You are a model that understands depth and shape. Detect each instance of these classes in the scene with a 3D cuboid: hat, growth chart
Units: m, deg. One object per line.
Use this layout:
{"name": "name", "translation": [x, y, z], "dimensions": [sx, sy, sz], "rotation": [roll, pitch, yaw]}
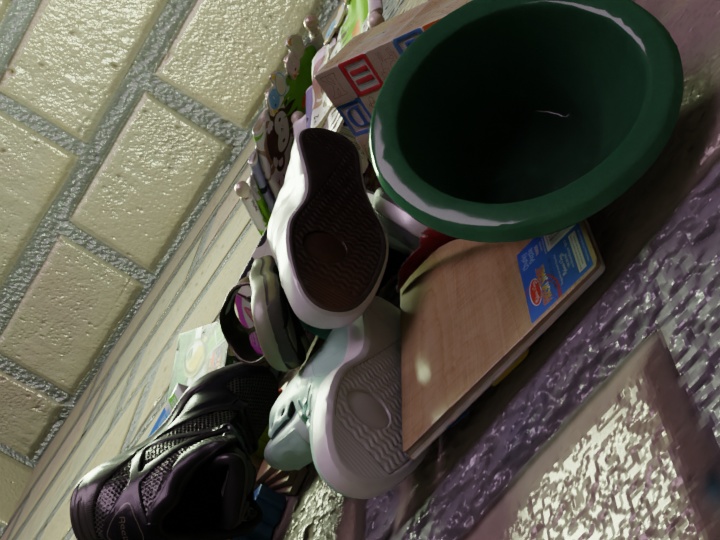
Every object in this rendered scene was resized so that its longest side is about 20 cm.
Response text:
{"name": "hat", "translation": [0.107, -0.051, 0.655], "dimensions": [0.200, 0.176, 0.166], "rotation": [33, 78, 39]}
{"name": "growth chart", "translation": [-0.020, -0.170, 0.931], "dimensions": [0.145, 0.018, 0.201], "rotation": [-100, 29, -49]}
{"name": "growth chart", "translation": [-0.067, -0.128, 1.059], "dimensions": [0.145, 0.018, 0.201], "rotation": [58, -130, -62]}

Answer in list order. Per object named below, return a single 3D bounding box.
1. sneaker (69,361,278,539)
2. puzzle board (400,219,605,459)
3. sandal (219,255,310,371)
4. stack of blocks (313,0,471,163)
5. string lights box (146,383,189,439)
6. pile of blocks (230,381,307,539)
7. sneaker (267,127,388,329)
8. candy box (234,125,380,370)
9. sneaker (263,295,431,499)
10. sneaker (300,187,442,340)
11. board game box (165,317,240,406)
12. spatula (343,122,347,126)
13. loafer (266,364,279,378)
{"name": "sneaker", "translation": [-0.093, 0.127, 0.759], "dimensions": [0.114, 0.077, 0.199], "rotation": [-2, 20, 32]}
{"name": "puzzle board", "translation": [0.078, 0.008, 0.666], "dimensions": [0.151, 0.017, 0.200], "rotation": [-47, 17, 20]}
{"name": "sandal", "translation": [-0.076, 0.035, 0.804], "dimensions": [0.057, 0.080, 0.201], "rotation": [-23, 2, -2]}
{"name": "stack of blocks", "translation": [0.075, -0.131, 0.771], "dimensions": [0.199, 0.115, 0.059], "rotation": [-14, 29, 48]}
{"name": "string lights box", "translation": [-0.168, 0.213, 0.965], "dimensions": [0.201, 0.059, 0.103], "rotation": [-59, 34, 11]}
{"name": "pile of blocks", "translation": [-0.091, 0.166, 0.860], "dimensions": [0.201, 0.062, 0.082], "rotation": [-64, 14, -21]}
{"name": "sneaker", "translation": [-0.027, -0.013, 0.773], "dimensions": [0.201, 0.072, 0.085], "rotation": [-91, 20, -53]}
{"name": "candy box", "translation": [-0.043, -0.026, 1.022], "dimensions": [0.137, 0.061, 0.201], "rotation": [91, -157, -65]}
{"name": "sneaker", "translation": [-0.016, 0.106, 0.693], "dimensions": [0.118, 0.074, 0.201], "rotation": [-51, 9, 21]}
{"name": "sneaker", "translation": [0.000, 0.000, 0.857], "dimensions": [0.121, 0.083, 0.200], "rotation": [-63, 18, -2]}
{"name": "board game box", "translation": [-0.157, 0.149, 1.056], "dimensions": [0.105, 0.023, 0.201], "rotation": [-22, 55, 50]}
{"name": "spatula", "translation": [0.021, -0.117, 0.948], "dimensions": [0.200, 0.020, 0.057], "rotation": [56, 138, 33]}
{"name": "loafer", "translation": [-0.090, 0.052, 1.114], "dimensions": [0.201, 0.063, 0.072], "rotation": [-61, 11, -8]}
